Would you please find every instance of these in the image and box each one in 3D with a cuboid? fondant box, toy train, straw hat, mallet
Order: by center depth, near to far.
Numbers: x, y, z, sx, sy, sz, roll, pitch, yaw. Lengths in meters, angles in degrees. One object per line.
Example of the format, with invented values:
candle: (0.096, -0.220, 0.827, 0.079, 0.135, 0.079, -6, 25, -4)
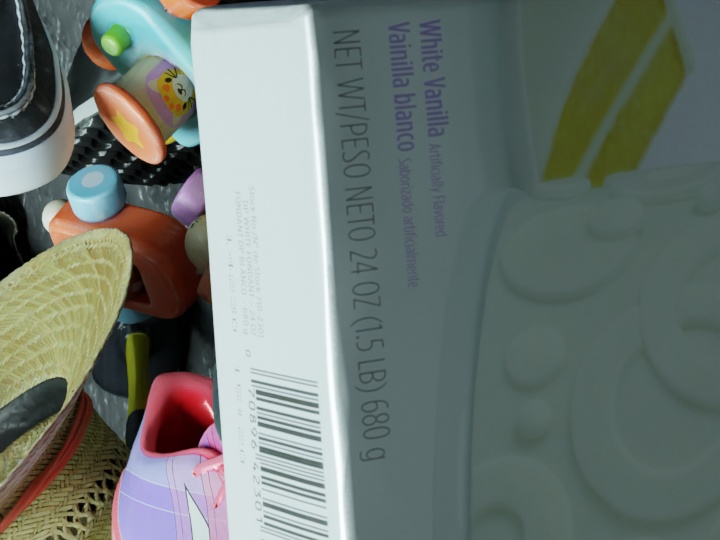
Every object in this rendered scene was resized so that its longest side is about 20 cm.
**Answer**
fondant box: (0.068, 0.009, 0.489, 0.058, 0.199, 0.145, 6, 102, 60)
straw hat: (-0.125, 0.087, 0.805, 0.085, 0.201, 0.201, 45, 161, -20)
toy train: (-0.085, -0.036, 0.833, 0.150, 0.056, 0.201, 18, 141, 28)
mallet: (-0.090, 0.067, 0.923, 0.200, 0.041, 0.066, -99, 13, -53)

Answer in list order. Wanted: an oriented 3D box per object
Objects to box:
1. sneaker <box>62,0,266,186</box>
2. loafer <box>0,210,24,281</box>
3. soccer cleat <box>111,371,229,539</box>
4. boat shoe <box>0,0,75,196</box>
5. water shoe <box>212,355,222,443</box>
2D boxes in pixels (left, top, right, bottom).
sneaker: (-0.071, -0.104, 0.890, 0.200, 0.070, 0.091, 138, 135, -58)
loafer: (-0.206, -0.015, 1.170, 0.200, 0.075, 0.070, 47, 125, 42)
soccer cleat: (-0.025, 0.083, 0.670, 0.200, 0.066, 0.077, -163, 73, -64)
boat shoe: (-0.153, -0.114, 0.784, 0.068, 0.071, 0.201, 100, 149, -51)
water shoe: (0.000, 0.000, 0.692, 0.200, 0.078, 0.072, -93, 16, -65)
